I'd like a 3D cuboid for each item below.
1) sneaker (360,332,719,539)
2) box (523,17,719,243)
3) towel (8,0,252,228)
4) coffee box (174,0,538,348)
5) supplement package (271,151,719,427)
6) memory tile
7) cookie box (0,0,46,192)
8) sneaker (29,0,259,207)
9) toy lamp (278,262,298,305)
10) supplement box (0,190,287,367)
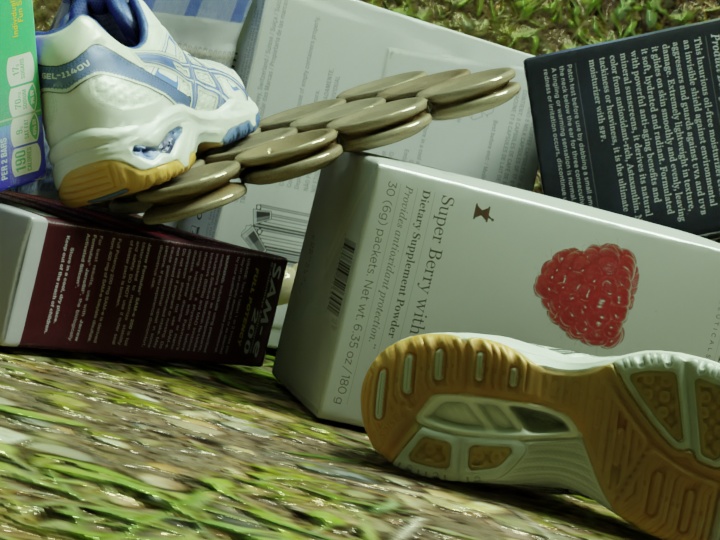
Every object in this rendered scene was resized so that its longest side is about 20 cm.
[{"bbox_3d":[0.102,0.063,0.924,0.198,0.076,0.088,15,4,9],"label":"sneaker"},{"bbox_3d":[0.212,-0.064,1.245,0.196,0.125,0.200,-10,-10,14],"label":"box"},{"bbox_3d":[-0.122,-0.079,1.154,0.024,0.202,0.146,30,17,31],"label":"towel"},{"bbox_3d":[-0.032,-0.060,1.324,0.198,0.202,0.197,12,4,-29],"label":"coffee box"},{"bbox_3d":[0.074,0.023,1.068,0.198,0.122,0.120,13,4,-14],"label":"supplement package"},{"bbox_3d":[-0.031,-0.062,1.074,0.199,0.017,0.153,-20,11,-22],"label":"memory tile"},{"bbox_3d":[-0.230,-0.100,0.905,0.075,0.173,0.199,14,24,39],"label":"cookie box"},{"bbox_3d":[-0.101,-0.093,1.053,0.075,0.089,0.200,-16,9,11],"label":"sneaker"},{"bbox_3d":[0.000,0.000,1.208,0.198,0.059,0.058,-6,12,-26],"label":"toy lamp"},{"bbox_3d":[-0.136,0.001,1.060,0.108,0.061,0.199,16,4,33],"label":"supplement box"}]
